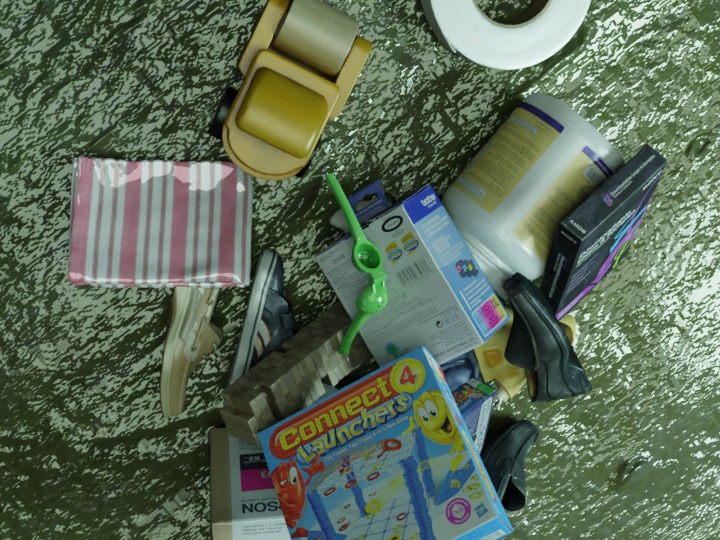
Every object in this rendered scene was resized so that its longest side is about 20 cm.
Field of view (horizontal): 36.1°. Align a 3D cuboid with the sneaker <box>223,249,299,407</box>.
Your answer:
[{"bbox_3d":[-0.100,0.075,1.260,0.079,0.078,0.201,12,110,-5],"label":"sneaker"}]

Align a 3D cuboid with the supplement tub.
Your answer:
[{"bbox_3d":[0.182,-0.081,1.234,0.145,0.145,0.200,40,93,-13],"label":"supplement tub"}]

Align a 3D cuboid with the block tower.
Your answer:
[{"bbox_3d":[-0.062,0.107,1.207,0.200,0.058,0.054,-39,123,-32],"label":"block tower"}]

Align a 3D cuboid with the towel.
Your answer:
[{"bbox_3d":[-0.217,-0.054,1.210,0.199,0.030,0.147,1,75,-8],"label":"towel"}]

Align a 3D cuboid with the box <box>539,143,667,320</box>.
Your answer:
[{"bbox_3d":[0.261,-0.034,1.218,0.143,0.200,0.036,-41,67,-20],"label":"box"}]

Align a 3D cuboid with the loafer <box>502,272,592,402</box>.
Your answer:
[{"bbox_3d":[0.193,0.084,1.222,0.072,0.073,0.200,-27,128,8],"label":"loafer"}]

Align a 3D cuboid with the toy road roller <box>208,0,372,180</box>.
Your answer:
[{"bbox_3d":[-0.073,-0.192,1.175,0.122,0.146,0.201,25,97,-12],"label":"toy road roller"}]

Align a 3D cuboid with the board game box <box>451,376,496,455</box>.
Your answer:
[{"bbox_3d":[0.091,0.235,1.267,0.034,0.135,0.201,26,122,29],"label":"board game box"}]

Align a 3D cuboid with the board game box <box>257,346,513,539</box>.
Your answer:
[{"bbox_3d":[0.019,0.207,1.088,0.199,0.196,0.056,-29,145,8],"label":"board game box"}]

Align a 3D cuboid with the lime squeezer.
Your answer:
[{"bbox_3d":[0.000,0.000,1.145,0.038,0.071,0.201,-15,112,-26],"label":"lime squeezer"}]

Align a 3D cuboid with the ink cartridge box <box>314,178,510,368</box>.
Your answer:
[{"bbox_3d":[0.046,0.004,1.177,0.136,0.076,0.201,-29,94,35],"label":"ink cartridge box"}]

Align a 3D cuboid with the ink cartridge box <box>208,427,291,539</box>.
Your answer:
[{"bbox_3d":[-0.072,0.250,1.247,0.199,0.165,0.075,-2,119,-8],"label":"ink cartridge box"}]

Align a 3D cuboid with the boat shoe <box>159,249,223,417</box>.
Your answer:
[{"bbox_3d":[-0.187,0.072,1.249,0.064,0.071,0.201,9,98,-9],"label":"boat shoe"}]

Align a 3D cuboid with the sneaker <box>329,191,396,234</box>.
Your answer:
[{"bbox_3d":[0.017,0.013,1.277,0.087,0.075,0.201,-10,96,6],"label":"sneaker"}]

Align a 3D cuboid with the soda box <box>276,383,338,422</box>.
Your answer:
[{"bbox_3d":[-0.007,0.196,1.203,0.063,0.200,0.069,-21,128,-38],"label":"soda box"}]

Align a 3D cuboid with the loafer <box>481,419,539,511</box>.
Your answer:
[{"bbox_3d":[0.164,0.253,1.289,0.070,0.201,0.068,25,135,22],"label":"loafer"}]

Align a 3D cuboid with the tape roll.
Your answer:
[{"bbox_3d":[0.163,-0.324,1.223,0.202,0.037,0.204,-5,109,-15],"label":"tape roll"}]

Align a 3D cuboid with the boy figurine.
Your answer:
[{"bbox_3d":[0.163,0.099,1.310,0.199,0.064,0.125,-14,100,-2],"label":"boy figurine"}]
